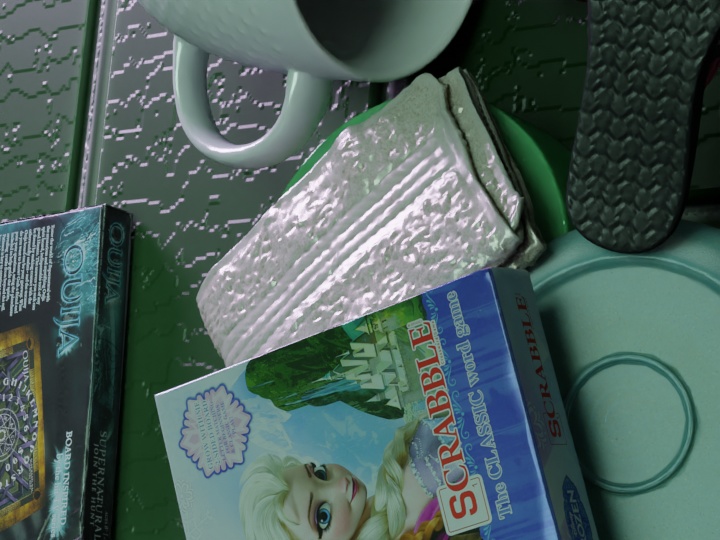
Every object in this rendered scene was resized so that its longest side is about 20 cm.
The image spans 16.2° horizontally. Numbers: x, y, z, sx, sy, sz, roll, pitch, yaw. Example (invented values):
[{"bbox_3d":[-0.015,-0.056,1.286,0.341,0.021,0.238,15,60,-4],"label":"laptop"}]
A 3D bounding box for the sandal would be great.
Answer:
[{"bbox_3d":[0.137,-0.108,1.157,0.075,0.045,0.201,17,109,16],"label":"sandal"}]

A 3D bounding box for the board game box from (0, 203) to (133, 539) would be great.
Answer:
[{"bbox_3d":[-0.194,0.069,1.464,0.135,0.028,0.201,-8,72,36],"label":"board game box"}]

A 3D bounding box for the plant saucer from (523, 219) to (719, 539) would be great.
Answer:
[{"bbox_3d":[0.126,0.072,1.177,0.199,0.027,0.201,-3,81,19],"label":"plant saucer"}]

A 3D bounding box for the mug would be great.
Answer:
[{"bbox_3d":[-0.049,-0.154,1.344,0.175,0.147,0.201,10,92,46],"label":"mug"}]

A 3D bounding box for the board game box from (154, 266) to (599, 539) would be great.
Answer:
[{"bbox_3d":[0.011,0.124,1.173,0.199,0.041,0.201,-22,75,30],"label":"board game box"}]

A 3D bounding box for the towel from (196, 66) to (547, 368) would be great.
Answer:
[{"bbox_3d":[0.000,0.000,1.252,0.200,0.034,0.133,-44,44,22],"label":"towel"}]

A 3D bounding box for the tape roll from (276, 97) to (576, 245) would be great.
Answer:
[{"bbox_3d":[0.034,0.011,1.291,0.200,0.048,0.202,-11,71,36],"label":"tape roll"}]

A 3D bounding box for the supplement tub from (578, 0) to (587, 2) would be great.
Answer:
[{"bbox_3d":[0.148,-0.185,1.219,0.199,0.107,0.108,1,78,38],"label":"supplement tub"}]
